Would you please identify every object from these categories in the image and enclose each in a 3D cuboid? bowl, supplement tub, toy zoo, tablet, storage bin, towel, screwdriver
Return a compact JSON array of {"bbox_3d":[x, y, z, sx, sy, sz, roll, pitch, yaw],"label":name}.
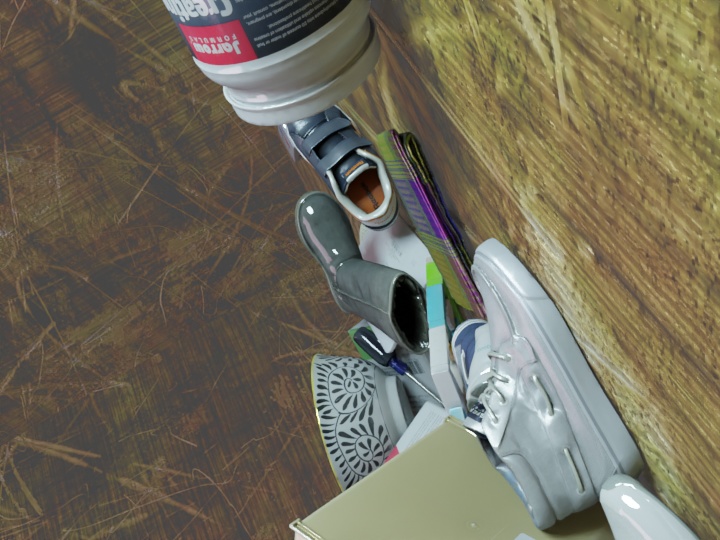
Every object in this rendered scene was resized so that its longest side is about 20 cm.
[{"bbox_3d":[0.016,0.189,1.097,0.201,0.093,0.204,-18,-90,-82],"label":"bowl"},{"bbox_3d":[-0.075,-0.217,0.596,0.202,0.139,0.141,63,176,-39],"label":"supplement tub"},{"bbox_3d":[0.102,0.098,0.949,0.202,0.020,0.132,-89,-21,-46],"label":"toy zoo"},{"bbox_3d":[0.033,0.004,1.121,0.013,0.132,0.200,20,-163,-25],"label":"tablet"},{"bbox_3d":[0.079,0.222,0.643,0.197,0.198,0.095,23,121,36],"label":"storage bin"},{"bbox_3d":[0.073,-0.045,0.841,0.202,0.023,0.144,62,178,-8],"label":"towel"},{"bbox_3d":[0.068,0.138,1.082,0.199,0.028,0.029,41,156,17],"label":"screwdriver"}]

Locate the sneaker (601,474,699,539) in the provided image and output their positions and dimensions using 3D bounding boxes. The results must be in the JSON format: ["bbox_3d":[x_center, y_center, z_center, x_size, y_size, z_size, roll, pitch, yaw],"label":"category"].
[{"bbox_3d":[0.199,0.229,0.550,0.203,0.079,0.070,62,179,8],"label":"sneaker"}]

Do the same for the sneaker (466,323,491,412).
[{"bbox_3d":[0.149,0.119,0.764,0.201,0.069,0.081,55,-151,-42],"label":"sneaker"}]

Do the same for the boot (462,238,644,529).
[{"bbox_3d":[0.111,0.081,0.632,0.202,0.095,0.074,60,177,17],"label":"boot"}]

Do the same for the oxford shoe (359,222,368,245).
[{"bbox_3d":[0.060,0.011,1.229,0.075,0.057,0.202,-29,89,48],"label":"oxford shoe"}]

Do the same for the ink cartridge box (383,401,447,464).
[{"bbox_3d":[0.121,0.261,0.993,0.198,0.148,0.086,23,154,40],"label":"ink cartridge box"}]

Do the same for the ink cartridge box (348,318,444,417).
[{"bbox_3d":[0.091,0.139,1.151,0.145,0.084,0.202,-15,107,58],"label":"ink cartridge box"}]

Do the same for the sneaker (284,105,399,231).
[{"bbox_3d":[-0.022,-0.139,1.058,0.201,0.078,0.079,50,-179,5],"label":"sneaker"}]

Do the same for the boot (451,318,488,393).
[{"bbox_3d":[0.147,0.149,0.865,0.202,0.072,0.090,62,-178,-10],"label":"boot"}]

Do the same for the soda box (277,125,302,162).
[{"bbox_3d":[-0.102,-0.242,1.524,0.064,0.067,0.200,60,177,-2],"label":"soda box"}]

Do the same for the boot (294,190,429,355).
[{"bbox_3d":[0.001,-0.002,1.019,0.184,0.072,0.200,61,171,-18],"label":"boot"}]
